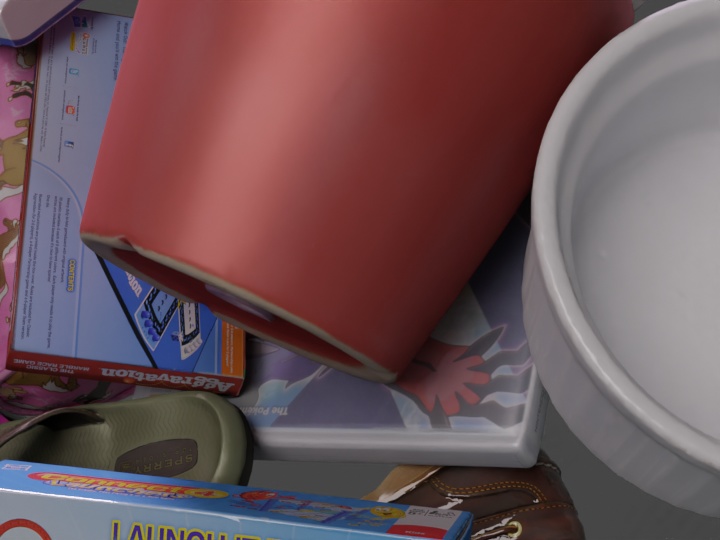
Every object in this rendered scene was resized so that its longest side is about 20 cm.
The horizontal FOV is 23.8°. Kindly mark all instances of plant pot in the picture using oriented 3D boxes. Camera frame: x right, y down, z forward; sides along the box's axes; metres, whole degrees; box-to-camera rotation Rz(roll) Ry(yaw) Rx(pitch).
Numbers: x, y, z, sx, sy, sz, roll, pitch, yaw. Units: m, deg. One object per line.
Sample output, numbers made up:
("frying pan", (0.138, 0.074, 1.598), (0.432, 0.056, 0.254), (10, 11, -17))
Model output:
("plant pot", (-0.014, -0.063, 0.694), (0.200, 0.200, 0.178), (21, 82, 26))

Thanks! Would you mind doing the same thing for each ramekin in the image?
("ramekin", (0.158, 0.001, 0.666), (0.199, 0.098, 0.202), (2, 68, -5))

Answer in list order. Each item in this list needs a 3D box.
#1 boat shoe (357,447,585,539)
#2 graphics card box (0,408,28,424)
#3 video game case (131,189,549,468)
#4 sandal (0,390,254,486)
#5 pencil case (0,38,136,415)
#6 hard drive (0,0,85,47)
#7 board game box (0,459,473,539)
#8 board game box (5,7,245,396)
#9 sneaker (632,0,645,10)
("boat shoe", (0.001, 0.139, 0.729), (0.200, 0.070, 0.071), (-33, 58, 8))
("graphics card box", (-0.176, 0.137, 0.812), (0.200, 0.051, 0.126), (33, 87, 28))
("video game case", (0.000, 0.000, 0.770), (0.199, 0.023, 0.183), (-2, 59, 28))
("sandal", (-0.141, 0.093, 0.748), (0.200, 0.057, 0.080), (-21, 66, 24))
("pencil case", (-0.159, -0.026, 0.834), (0.083, 0.086, 0.201), (-31, 60, 26))
("hard drive", (-0.194, -0.170, 0.877), (0.199, 0.025, 0.132), (16, 49, 41))
("board game box", (-0.063, 0.183, 0.653), (0.199, 0.056, 0.197), (5, 94, 11))
("board game box", (-0.104, -0.037, 0.788), (0.102, 0.019, 0.201), (7, 54, -13))
("sneaker", (0.086, -0.217, 0.817), (0.200, 0.073, 0.114), (43, 63, 10))
